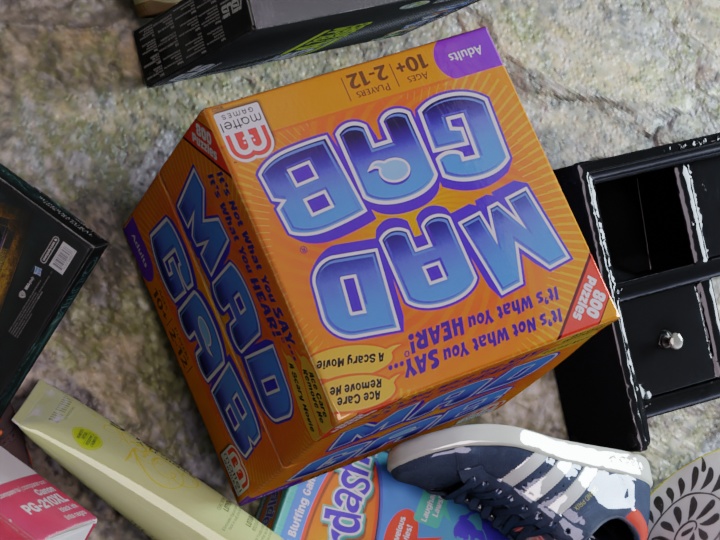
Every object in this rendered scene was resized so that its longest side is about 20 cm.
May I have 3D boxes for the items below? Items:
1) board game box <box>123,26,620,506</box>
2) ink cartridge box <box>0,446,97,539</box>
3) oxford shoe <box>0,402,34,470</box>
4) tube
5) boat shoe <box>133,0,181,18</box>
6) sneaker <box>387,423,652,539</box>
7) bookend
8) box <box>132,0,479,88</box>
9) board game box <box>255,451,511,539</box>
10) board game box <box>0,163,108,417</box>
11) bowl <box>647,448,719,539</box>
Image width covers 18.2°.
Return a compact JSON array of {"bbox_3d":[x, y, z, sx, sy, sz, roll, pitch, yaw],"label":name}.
[{"bbox_3d":[0.000,0.000,1.392,0.199,0.200,0.201,-19,78,-26],"label":"board game box"},{"bbox_3d":[-0.274,0.146,1.265,0.200,0.084,0.145,35,103,13],"label":"ink cartridge box"},{"bbox_3d":[-0.244,0.088,1.364,0.071,0.072,0.200,-29,98,-24],"label":"oxford shoe"},{"bbox_3d":[-0.128,0.139,1.396,0.200,0.058,0.052,37,64,-5],"label":"tube"},{"bbox_3d":[-0.065,-0.228,1.475,0.200,0.073,0.063,-27,99,-24],"label":"boat shoe"},{"bbox_3d":[0.109,0.155,1.473,0.199,0.075,0.085,10,66,-26],"label":"sneaker"},{"bbox_3d":[0.231,0.008,1.581,0.198,0.092,0.201,-12,92,-26],"label":"bookend"},{"bbox_3d":[-0.022,-0.168,1.421,0.193,0.200,0.048,-16,91,-26],"label":"box"},{"bbox_3d":[0.019,0.206,1.491,0.200,0.045,0.153,25,75,-20],"label":"board game box"},{"bbox_3d":[-0.253,0.027,1.311,0.135,0.028,0.200,36,104,8],"label":"board game box"},{"bbox_3d":[0.282,0.227,1.542,0.200,0.094,0.201,-3,109,-9],"label":"bowl"}]
